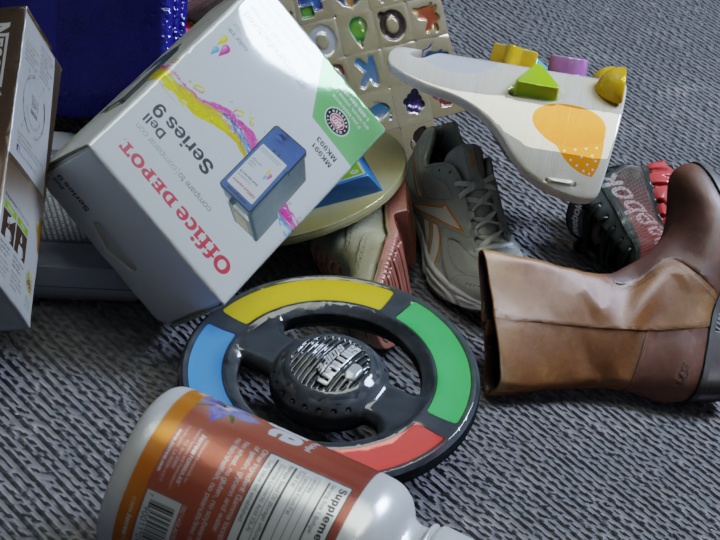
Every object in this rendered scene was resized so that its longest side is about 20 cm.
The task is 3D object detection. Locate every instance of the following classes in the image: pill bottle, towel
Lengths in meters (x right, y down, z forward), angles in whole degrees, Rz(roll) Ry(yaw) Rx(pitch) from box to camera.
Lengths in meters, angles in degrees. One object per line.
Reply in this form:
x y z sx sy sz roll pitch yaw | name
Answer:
-0.040 0.153 1.217 0.200 0.112 0.112 23 30 11 | pill bottle
-0.219 -0.188 1.635 0.199 0.148 0.050 -1 -4 27 | towel

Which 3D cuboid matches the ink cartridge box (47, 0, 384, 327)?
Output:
-0.101 -0.081 1.476 0.145 0.087 0.200 51 58 -12 | ink cartridge box

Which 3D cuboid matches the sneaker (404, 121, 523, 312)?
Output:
0.081 -0.043 1.639 0.076 0.092 0.200 -2 34 -28 | sneaker

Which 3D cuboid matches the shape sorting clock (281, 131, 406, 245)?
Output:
-0.063 -0.067 1.619 0.199 0.039 0.200 -11 30 6 | shape sorting clock

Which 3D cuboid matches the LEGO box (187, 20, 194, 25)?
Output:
-0.061 -0.244 1.859 0.200 0.149 0.077 31 32 26 | LEGO box

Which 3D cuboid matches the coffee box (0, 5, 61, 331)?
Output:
-0.267 -0.064 1.385 0.114 0.080 0.201 -2 63 12 | coffee box

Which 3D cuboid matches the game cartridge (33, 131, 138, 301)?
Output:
-0.240 -0.042 1.537 0.133 0.041 0.200 7 30 -22 | game cartridge

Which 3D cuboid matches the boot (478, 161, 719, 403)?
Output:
0.176 0.004 1.557 0.199 0.189 0.068 5 -8 -18 | boot

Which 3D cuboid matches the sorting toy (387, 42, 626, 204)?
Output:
0.105 -0.132 1.641 0.180 0.107 0.200 18 6 0 | sorting toy

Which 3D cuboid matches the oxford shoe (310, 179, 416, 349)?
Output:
0.000 0.000 1.569 0.074 0.071 0.200 -5 26 8 | oxford shoe

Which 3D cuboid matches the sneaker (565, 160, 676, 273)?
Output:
0.213 -0.022 1.694 0.098 0.071 0.201 5 34 -3 | sneaker

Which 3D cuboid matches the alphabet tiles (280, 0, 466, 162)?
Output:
0.001 -0.178 1.742 0.166 0.201 0.006 -16 4 -26 | alphabet tiles

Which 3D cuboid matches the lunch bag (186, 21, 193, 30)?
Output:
-0.195 -0.193 1.747 0.200 0.082 0.176 32 10 27 | lunch bag

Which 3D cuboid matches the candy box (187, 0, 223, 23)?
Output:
-0.074 -0.268 1.736 0.026 0.200 0.102 66 15 19 | candy box

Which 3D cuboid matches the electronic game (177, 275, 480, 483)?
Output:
-0.021 0.072 1.400 0.199 0.042 0.200 3 40 -2 | electronic game
